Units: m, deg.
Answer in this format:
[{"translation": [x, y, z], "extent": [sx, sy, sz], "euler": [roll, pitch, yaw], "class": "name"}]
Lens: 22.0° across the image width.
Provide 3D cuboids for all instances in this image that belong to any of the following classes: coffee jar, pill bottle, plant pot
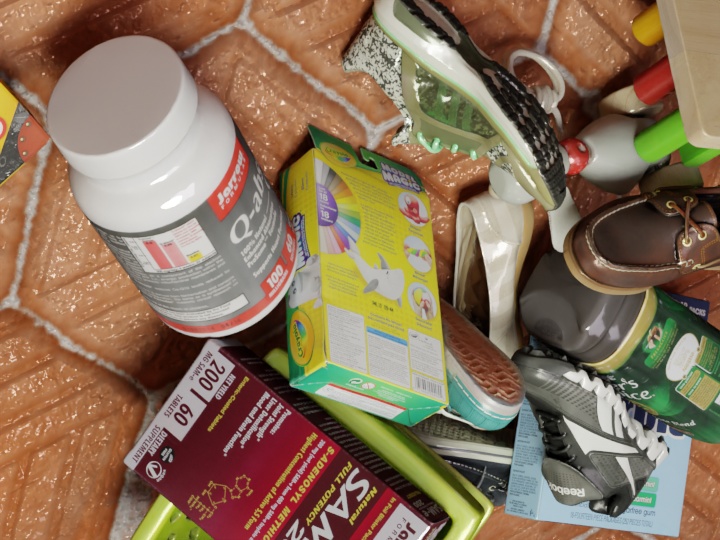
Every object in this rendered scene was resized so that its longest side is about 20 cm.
[{"translation": [0.218, 0.057, 1.445], "extent": [0.199, 0.104, 0.086], "euler": [32, 85, -33], "class": "coffee jar"}, {"translation": [-0.123, -0.053, 1.217], "extent": [0.115, 0.116, 0.201], "euler": [-37, 143, -7], "class": "pill bottle"}, {"translation": [-0.025, 0.191, 1.381], "extent": [0.201, 0.198, 0.181], "euler": [-53, 167, 7], "class": "plant pot"}]

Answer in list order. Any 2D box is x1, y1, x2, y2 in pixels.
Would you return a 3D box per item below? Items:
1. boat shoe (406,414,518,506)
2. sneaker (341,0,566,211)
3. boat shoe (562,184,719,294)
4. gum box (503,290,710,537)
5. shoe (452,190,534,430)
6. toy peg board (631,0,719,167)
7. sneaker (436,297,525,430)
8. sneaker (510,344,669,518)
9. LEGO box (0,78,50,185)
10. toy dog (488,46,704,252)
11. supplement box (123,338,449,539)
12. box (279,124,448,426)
[{"translation": [0.105, 0.162, 1.538], "extent": [0.199, 0.074, 0.063], "euler": [18, 101, -43], "class": "boat shoe"}, {"translation": [0.065, -0.110, 1.311], "extent": [0.089, 0.200, 0.077], "euler": [-44, 175, 27], "class": "sneaker"}, {"translation": [0.238, -0.032, 1.371], "extent": [0.198, 0.071, 0.070], "euler": [-12, 165, -37], "class": "boat shoe"}, {"translation": [0.206, 0.111, 1.532], "extent": [0.169, 0.044, 0.203], "euler": [11, 86, -37], "class": "gum box"}, {"translation": [0.092, 0.032, 1.453], "extent": [0.053, 0.070, 0.202], "euler": [-12, 115, -40], "class": "shoe"}, {"translation": [0.282, -0.167, 1.409], "extent": [0.198, 0.201, 0.098], "euler": [3, 159, -33], "class": "toy peg board"}, {"translation": [0.060, 0.081, 1.377], "extent": [0.071, 0.200, 0.081], "euler": [21, 103, -24], "class": "sneaker"}, {"translation": [0.168, 0.132, 1.425], "extent": [0.200, 0.066, 0.091], "euler": [41, 72, -43], "class": "sneaker"}, {"translation": [-0.316, -0.076, 1.133], "extent": [0.200, 0.077, 0.149], "euler": [-43, 131, -3], "class": "LEGO box"}, {"translation": [0.164, -0.081, 1.418], "extent": [0.198, 0.133, 0.096], "euler": [10, 152, -30], "class": "toy dog"}, {"translation": [-0.051, 0.149, 1.266], "extent": [0.109, 0.199, 0.061], "euler": [-54, 168, 7], "class": "supplement box"}, {"translation": [0.000, 0.000, 1.321], "extent": [0.117, 0.202, 0.048], "euler": [22, 142, -35], "class": "box"}]
